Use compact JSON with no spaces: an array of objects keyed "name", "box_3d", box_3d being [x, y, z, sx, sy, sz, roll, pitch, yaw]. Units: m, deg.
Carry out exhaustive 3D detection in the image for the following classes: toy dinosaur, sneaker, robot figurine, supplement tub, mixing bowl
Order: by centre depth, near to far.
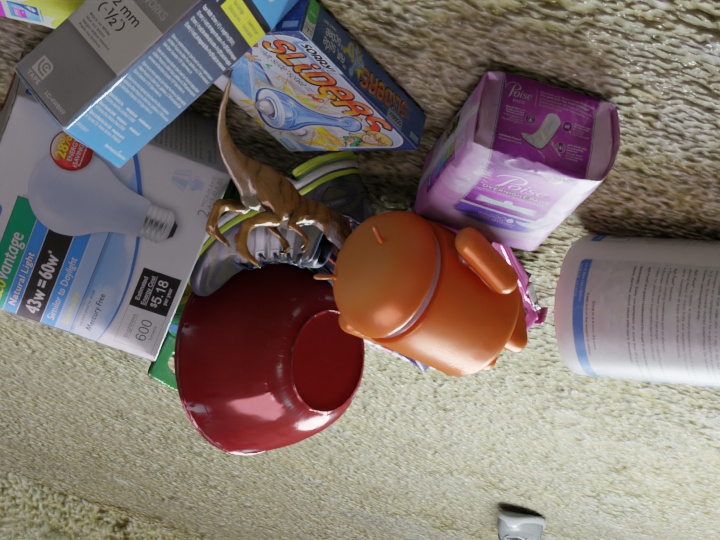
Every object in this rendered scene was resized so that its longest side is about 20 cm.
[{"name":"toy dinosaur","box_3d":[-0.089,-0.069,1.524,0.200,0.107,0.060,40,172,-38]},{"name":"robot figurine","box_3d":[0.059,0.018,1.545,0.199,0.118,0.143,25,175,-35]},{"name":"sneaker","box_3d":[-0.073,-0.029,1.613,0.199,0.081,0.074,-35,165,19]},{"name":"supplement tub","box_3d":[0.287,0.037,1.616,0.198,0.133,0.132,5,159,29]},{"name":"mixing bowl","box_3d":[-0.067,0.082,1.693,0.108,0.202,0.200,5,160,44]},{"name":"sneaker","box_3d":[0.253,0.431,2.812,0.074,0.083,0.200,8,160,17]}]

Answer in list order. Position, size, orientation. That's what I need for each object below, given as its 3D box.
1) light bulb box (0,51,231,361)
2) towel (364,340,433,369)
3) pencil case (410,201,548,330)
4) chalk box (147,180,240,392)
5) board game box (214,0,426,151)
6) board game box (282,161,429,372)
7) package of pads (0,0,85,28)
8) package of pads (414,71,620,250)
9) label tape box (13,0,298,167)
[{"name":"light bulb box","box_3d":[-0.241,-0.057,1.587,0.198,0.200,0.125,19,-160,-14]},{"name":"towel","box_3d":[-0.014,0.038,1.895,0.199,0.030,0.146,25,-170,-34]},{"name":"pencil case","box_3d":[0.113,-0.002,1.700,0.093,0.092,0.200,14,161,26]},{"name":"chalk box","box_3d":[-0.155,0.021,1.777,0.123,0.202,0.125,-1,156,38]},{"name":"board game box","box_3d":[-0.050,-0.158,1.460,0.134,0.035,0.200,2,157,33]},{"name":"board game box","box_3d":[0.000,0.000,1.724,0.165,0.057,0.200,41,172,25]},{"name":"package of pads","box_3d":[-0.221,-0.241,1.298,0.153,0.069,0.200,14,161,1]},{"name":"package of pads","box_3d":[0.126,-0.086,1.474,0.119,0.076,0.200,14,161,-8]},{"name":"label tape box","box_3d":[-0.140,-0.174,1.291,0.066,0.200,0.143,46,180,11]}]
